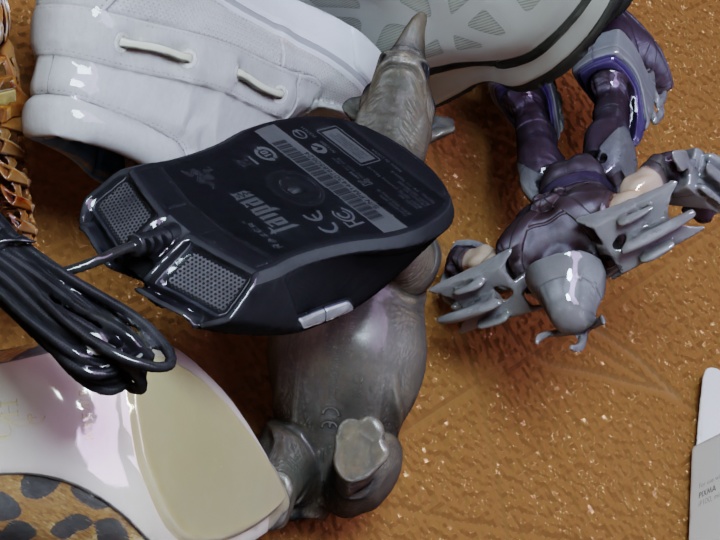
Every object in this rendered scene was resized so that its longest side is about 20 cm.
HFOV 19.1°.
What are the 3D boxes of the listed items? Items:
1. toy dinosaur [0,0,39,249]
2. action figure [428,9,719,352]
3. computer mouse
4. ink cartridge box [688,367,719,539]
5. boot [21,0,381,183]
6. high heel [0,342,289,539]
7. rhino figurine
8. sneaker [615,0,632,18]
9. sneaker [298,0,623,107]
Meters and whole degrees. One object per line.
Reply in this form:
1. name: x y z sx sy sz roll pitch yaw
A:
1. toy dinosaur: -0.163 -0.091 0.742 0.200 0.102 0.136 41 26 16
2. action figure: 0.092 -0.036 0.889 0.200 0.130 0.070 -82 151 -49
3. computer mouse: -0.069 -0.017 0.694 0.140 0.046 0.200 34 32 21
4. ink cartridge box: 0.204 0.135 0.920 0.116 0.067 0.201 25 53 -26
5. boot: -0.059 -0.061 0.810 0.200 0.073 0.096 24 75 -54
6. high heel: -0.125 0.063 0.686 0.200 0.142 0.072 23 61 -53
7. rhino figurine: 0.000 0.000 0.792 0.060 0.087 0.201 10 83 8
8. sneaker: 0.048 -0.187 0.942 0.200 0.076 0.088 36 40 7
9. sneaker: 0.020 -0.120 0.832 0.115 0.200 0.076 22 70 -23
